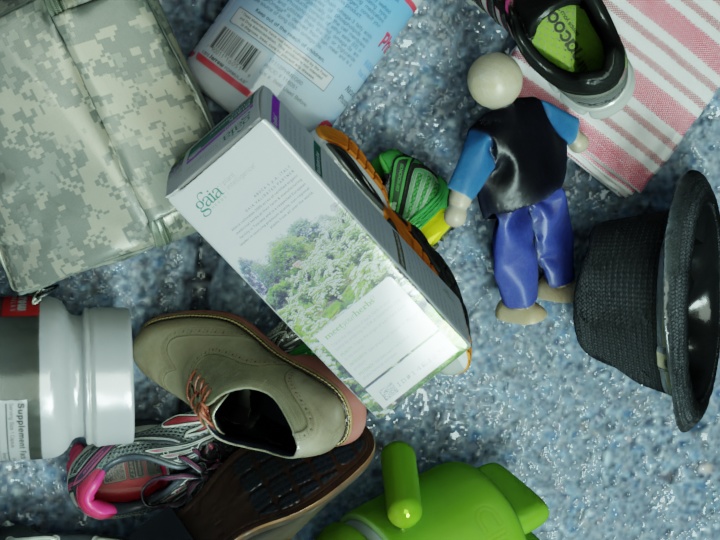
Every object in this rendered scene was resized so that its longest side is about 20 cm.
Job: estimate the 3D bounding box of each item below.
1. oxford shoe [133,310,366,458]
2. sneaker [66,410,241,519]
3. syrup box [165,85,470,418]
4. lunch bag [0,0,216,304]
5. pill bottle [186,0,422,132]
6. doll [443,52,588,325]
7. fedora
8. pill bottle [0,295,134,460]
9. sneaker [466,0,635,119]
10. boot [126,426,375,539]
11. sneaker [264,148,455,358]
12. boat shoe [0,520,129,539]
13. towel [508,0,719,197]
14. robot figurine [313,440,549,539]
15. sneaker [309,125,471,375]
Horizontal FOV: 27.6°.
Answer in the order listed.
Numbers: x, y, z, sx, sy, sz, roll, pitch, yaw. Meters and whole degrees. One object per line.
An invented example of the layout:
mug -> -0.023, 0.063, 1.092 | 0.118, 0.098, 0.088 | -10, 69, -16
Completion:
oxford shoe -> -0.094, 0.077, 1.013 | 0.075, 0.199, 0.071 | -23, 120, -49
sneaker -> -0.115, 0.138, 1.073 | 0.199, 0.075, 0.081 | -19, 104, -8
syrup box -> -0.025, -0.012, 0.917 | 0.079, 0.081, 0.200 | -39, 107, 12
lunch bag -> -0.195, -0.098, 0.977 | 0.167, 0.139, 0.201 | -26, 106, -12
pill bottle -> -0.025, -0.184, 1.012 | 0.109, 0.109, 0.200 | 36, 93, -15
doll -> 0.112, -0.061, 1.065 | 0.136, 0.048, 0.201 | -26, 117, -27
fedora -> 0.213, 0.021, 1.089 | 0.091, 0.200, 0.202 | 5, 102, 23
pill bottle -> -0.258, 0.075, 1.013 | 0.199, 0.114, 0.114 | -2, 101, -11
sneaker -> 0.122, -0.194, 1.032 | 0.074, 0.087, 0.200 | -39, 86, 3
boot -> -0.070, 0.183, 1.047 | 0.199, 0.075, 0.097 | -29, 141, -6
sneaker -> -0.017, -0.003, 1.073 | 0.085, 0.078, 0.200 | 42, 82, -9
boat shoe -> -0.243, 0.216, 1.072 | 0.199, 0.076, 0.061 | 10, 59, -3
towel -> 0.206, -0.173, 1.102 | 0.146, 0.030, 0.200 | 36, 92, -13
robot figurine -> 0.044, 0.217, 1.082 | 0.199, 0.116, 0.176 | -24, 132, -27
sneaker -> 0.000, 0.000, 1.010 | 0.092, 0.076, 0.200 | -33, 105, 15
